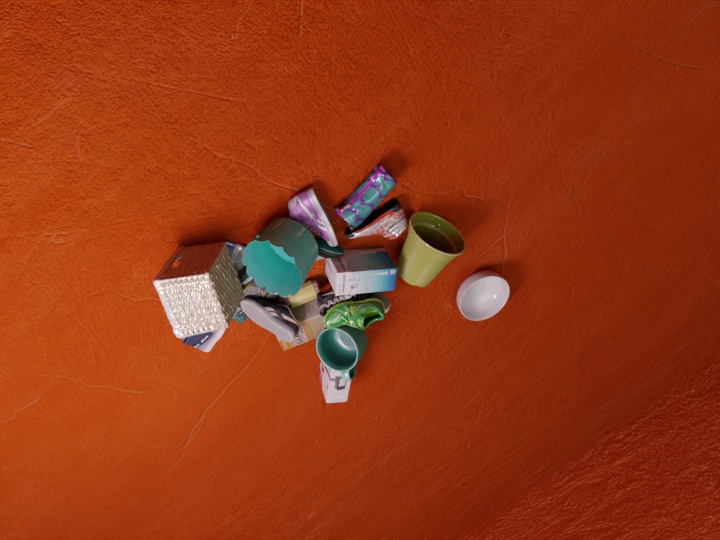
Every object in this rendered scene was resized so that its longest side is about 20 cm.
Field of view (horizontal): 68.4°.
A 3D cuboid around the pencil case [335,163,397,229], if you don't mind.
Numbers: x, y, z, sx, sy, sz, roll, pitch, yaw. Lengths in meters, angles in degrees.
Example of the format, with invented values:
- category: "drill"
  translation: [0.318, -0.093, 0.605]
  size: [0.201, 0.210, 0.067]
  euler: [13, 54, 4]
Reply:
- category: "pencil case"
  translation: [0.017, -0.221, 1.582]
  size: [0.200, 0.085, 0.092]
  euler: [-46, 153, 13]

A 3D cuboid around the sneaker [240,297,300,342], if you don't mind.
- category: "sneaker"
  translation: [-0.277, 0.139, 1.660]
  size: [0.199, 0.080, 0.079]
  euler: [36, 137, -5]

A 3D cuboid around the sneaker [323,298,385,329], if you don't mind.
- category: "sneaker"
  translation: [-0.018, 0.140, 1.634]
  size: [0.197, 0.084, 0.075]
  euler: [-15, 124, -4]

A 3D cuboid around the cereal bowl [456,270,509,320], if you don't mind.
- category: "cereal bowl"
  translation: [0.437, 0.081, 1.935]
  size: [0.197, 0.084, 0.202]
  euler: [-9, 124, -13]

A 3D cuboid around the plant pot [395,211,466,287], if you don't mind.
- category: "plant pot"
  translation: [0.209, -0.055, 1.714]
  size: [0.198, 0.202, 0.185]
  euler: [9, 131, -24]

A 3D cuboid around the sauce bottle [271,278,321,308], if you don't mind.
- category: "sauce bottle"
  translation: [-0.225, 0.089, 1.719]
  size: [0.198, 0.066, 0.067]
  euler: [-21, 127, -2]

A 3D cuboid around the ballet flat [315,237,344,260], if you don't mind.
- category: "ballet flat"
  translation: [-0.150, -0.074, 1.640]
  size: [0.198, 0.068, 0.069]
  euler: [23, 123, -19]

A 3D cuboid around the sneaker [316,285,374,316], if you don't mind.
- category: "sneaker"
  translation: [-0.053, 0.072, 1.697]
  size: [0.198, 0.091, 0.067]
  euler: [-20, 148, -15]

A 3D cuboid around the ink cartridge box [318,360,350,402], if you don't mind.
- category: "ink cartridge box"
  translation: [-0.086, 0.345, 1.886]
  size: [0.082, 0.146, 0.202]
  euler: [-1, 123, -18]

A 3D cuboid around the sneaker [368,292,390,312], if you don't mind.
- category: "sneaker"
  translation: [0.022, 0.125, 1.774]
  size: [0.074, 0.198, 0.116]
  euler: [-51, 141, -33]

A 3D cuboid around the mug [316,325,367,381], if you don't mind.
- category: "mug"
  translation: [-0.058, 0.247, 1.733]
  size: [0.151, 0.114, 0.187]
  euler: [26, 118, 13]

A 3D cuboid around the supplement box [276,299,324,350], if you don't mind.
- category: "supplement box"
  translation: [-0.187, 0.176, 1.765]
  size: [0.198, 0.074, 0.127]
  euler: [-21, 143, -5]

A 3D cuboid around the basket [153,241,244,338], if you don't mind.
- category: "basket"
  translation: [-0.447, 0.052, 1.497]
  size: [0.159, 0.199, 0.202]
  euler: [-7, 120, 8]

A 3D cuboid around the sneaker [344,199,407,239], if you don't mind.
- category: "sneaker"
  translation: [0.055, -0.128, 1.669]
  size: [0.200, 0.067, 0.108]
  euler: [-32, 125, 0]

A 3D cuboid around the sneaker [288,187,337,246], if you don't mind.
- category: "sneaker"
  translation: [-0.149, -0.143, 1.592]
  size: [0.113, 0.073, 0.202]
  euler: [-26, 117, 4]

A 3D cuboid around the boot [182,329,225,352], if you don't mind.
- category: "boot"
  translation: [-0.487, 0.184, 1.667]
  size: [0.090, 0.073, 0.200]
  euler: [21, 126, -26]

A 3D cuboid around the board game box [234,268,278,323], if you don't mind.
- category: "board game box"
  translation: [-0.359, 0.078, 1.657]
  size: [0.199, 0.028, 0.135]
  euler: [-36, 129, 22]

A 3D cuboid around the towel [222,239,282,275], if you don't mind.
- category: "towel"
  translation: [-0.355, -0.005, 1.634]
  size: [0.198, 0.024, 0.148]
  euler: [18, 114, -28]

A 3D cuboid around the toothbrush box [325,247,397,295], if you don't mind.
- category: "toothbrush box"
  translation: [0.000, 0.000, 1.685]
  size: [0.197, 0.147, 0.086]
  euler: [-4, 121, -18]

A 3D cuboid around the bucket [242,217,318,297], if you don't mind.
- category: "bucket"
  translation: [-0.228, -0.042, 1.537]
  size: [0.205, 0.135, 0.209]
  euler: [15, 134, 16]
